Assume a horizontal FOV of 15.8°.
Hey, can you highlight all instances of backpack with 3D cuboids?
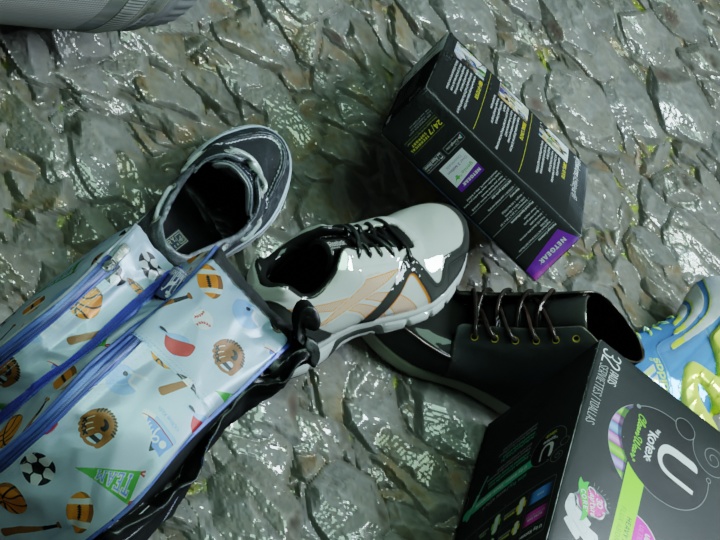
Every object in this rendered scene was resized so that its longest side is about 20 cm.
[{"bbox_3d":[-0.146,0.081,1.440,0.154,0.200,0.191,39,47,-5],"label":"backpack"}]

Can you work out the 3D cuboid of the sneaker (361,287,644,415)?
[{"bbox_3d":[0.091,0.031,1.755,0.200,0.106,0.075,27,45,-26],"label":"sneaker"}]

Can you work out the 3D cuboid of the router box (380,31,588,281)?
[{"bbox_3d":[0.091,-0.084,1.832,0.149,0.051,0.200,44,16,-6],"label":"router box"}]

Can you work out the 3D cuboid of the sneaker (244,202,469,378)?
[{"bbox_3d":[0.000,0.000,1.673,0.074,0.080,0.200,38,48,27],"label":"sneaker"}]

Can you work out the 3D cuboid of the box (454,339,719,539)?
[{"bbox_3d":[0.153,0.178,1.686,0.148,0.124,0.200,37,40,-15],"label":"box"}]

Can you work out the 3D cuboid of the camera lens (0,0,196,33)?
[{"bbox_3d":[-0.205,-0.234,1.643,0.200,0.160,0.160,2,59,-43],"label":"camera lens"}]

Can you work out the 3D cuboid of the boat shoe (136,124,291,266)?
[{"bbox_3d":[-0.090,-0.048,1.677,0.072,0.068,0.200,49,39,-1],"label":"boat shoe"}]

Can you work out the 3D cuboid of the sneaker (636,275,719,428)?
[{"bbox_3d":[0.222,0.060,1.881,0.105,0.076,0.200,34,43,-18],"label":"sneaker"}]
